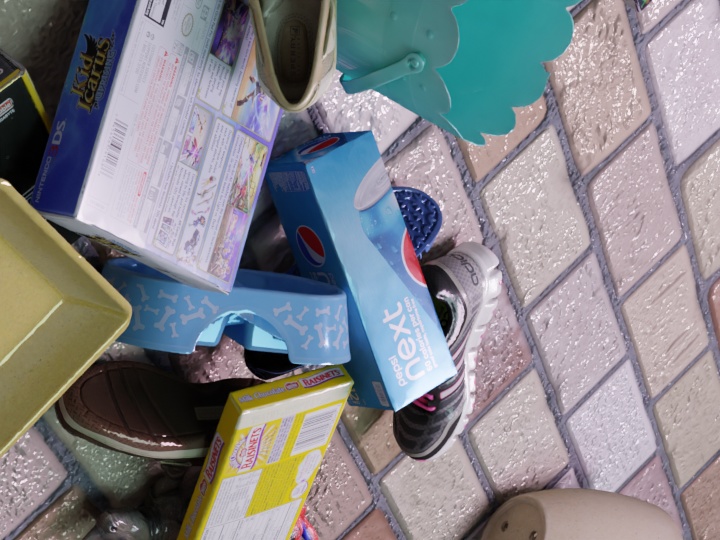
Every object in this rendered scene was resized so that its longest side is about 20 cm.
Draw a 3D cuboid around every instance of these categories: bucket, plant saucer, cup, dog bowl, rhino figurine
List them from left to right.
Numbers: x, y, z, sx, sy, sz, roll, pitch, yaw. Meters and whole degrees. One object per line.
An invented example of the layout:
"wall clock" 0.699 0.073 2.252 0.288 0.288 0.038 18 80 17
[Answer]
"plant saucer" -0.264 0.045 1.436 0.200 0.048 0.200 -46 147 -5
"rhino figurine" -0.140 0.186 1.790 0.199 0.060 0.088 -23 151 -32
"dog bowl" -0.098 0.028 1.618 0.199 0.111 0.050 7 98 -23
"bucket" 0.060 -0.199 1.558 0.207 0.134 0.208 -46 152 -35
"cup" 0.195 0.292 2.200 0.143 0.200 0.201 29 99 -29

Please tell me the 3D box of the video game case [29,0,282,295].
"video game case" -0.122 -0.105 1.485 0.181 0.045 0.201 29 74 -55

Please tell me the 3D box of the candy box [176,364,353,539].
"candy box" -0.077 0.154 1.726 0.102 0.026 0.201 -12 142 -31

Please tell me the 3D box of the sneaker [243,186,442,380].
"sneaker" -0.018 0.010 1.773 0.200 0.070 0.078 -37 166 -29

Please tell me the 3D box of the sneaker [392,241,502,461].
"sneaker" 0.054 0.072 1.904 0.087 0.074 0.201 -10 124 -45

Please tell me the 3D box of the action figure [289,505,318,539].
"action figure" -0.063 0.257 1.966 0.065 0.052 0.201 -30 139 -23

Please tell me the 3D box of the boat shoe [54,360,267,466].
"boat shoe" -0.151 0.119 1.707 0.201 0.075 0.075 11 144 -39

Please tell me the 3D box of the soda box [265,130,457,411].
"soda box" 0.000 0.000 1.689 0.068 0.064 0.201 -28 107 -31

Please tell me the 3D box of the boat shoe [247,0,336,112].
"boat shoe" -0.047 -0.204 1.460 0.073 0.063 0.202 0 100 -1

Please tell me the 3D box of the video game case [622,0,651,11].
"video game case" 0.261 -0.330 1.797 0.200 0.036 0.181 -45 146 -8

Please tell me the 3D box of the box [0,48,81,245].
"box" -0.277 -0.027 1.440 0.200 0.049 0.160 -40 147 -17
